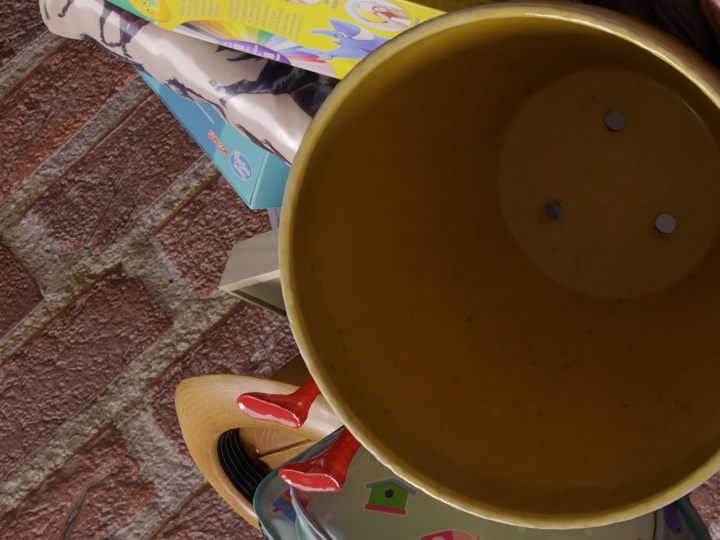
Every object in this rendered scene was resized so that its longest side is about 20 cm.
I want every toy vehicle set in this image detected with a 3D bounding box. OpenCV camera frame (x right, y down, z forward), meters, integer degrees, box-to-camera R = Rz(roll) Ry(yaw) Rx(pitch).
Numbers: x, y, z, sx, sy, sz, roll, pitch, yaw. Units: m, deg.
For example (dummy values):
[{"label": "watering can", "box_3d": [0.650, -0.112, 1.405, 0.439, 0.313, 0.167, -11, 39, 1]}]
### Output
[{"label": "toy vehicle set", "box_3d": [0.013, 0.014, 1.173, 0.124, 0.027, 0.200, 25, 168, -15]}]

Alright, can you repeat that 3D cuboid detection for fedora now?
[{"label": "fedora", "box_3d": [-0.003, 0.091, 1.224, 0.200, 0.082, 0.201, 26, 151, 15]}]

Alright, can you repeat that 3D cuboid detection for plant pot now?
[{"label": "plant pot", "box_3d": [0.084, -0.018, 0.923, 0.200, 0.200, 0.142, 49, -155, 0]}]

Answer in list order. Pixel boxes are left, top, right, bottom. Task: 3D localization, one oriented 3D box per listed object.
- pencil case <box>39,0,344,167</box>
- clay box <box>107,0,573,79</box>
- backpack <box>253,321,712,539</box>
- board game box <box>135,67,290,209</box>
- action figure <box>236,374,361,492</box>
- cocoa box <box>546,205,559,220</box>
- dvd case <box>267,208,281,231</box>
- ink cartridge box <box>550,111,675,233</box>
[{"label": "pencil case", "box_3d": [-0.053, -0.100, 1.108, 0.199, 0.078, 0.089, 32, 173, 3]}, {"label": "clay box", "box_3d": [-0.013, -0.125, 1.013, 0.199, 0.048, 0.115, 17, 164, -3]}, {"label": "backpack", "box_3d": [0.068, 0.135, 1.015, 0.201, 0.175, 0.153, 55, 169, 17]}, {"label": "board game box", "box_3d": [-0.046, -0.157, 1.198, 0.047, 0.201, 0.151, -4, -142, -36]}, {"label": "action figure", "box_3d": [0.000, 0.000, 1.015, 0.099, 0.200, 0.065, 8, 138, 40]}, {"label": "cocoa box", "box_3d": [0.061, -0.040, 1.290, 0.130, 0.134, 0.200, 19, 176, 8]}, {"label": "dvd case", "box_3d": [-0.017, -0.119, 1.293, 0.025, 0.201, 0.150, 12, -168, -8]}, {"label": "ink cartridge box", "box_3d": [0.160, -0.002, 1.074, 0.200, 0.067, 0.117, 49, -179, 34]}]
